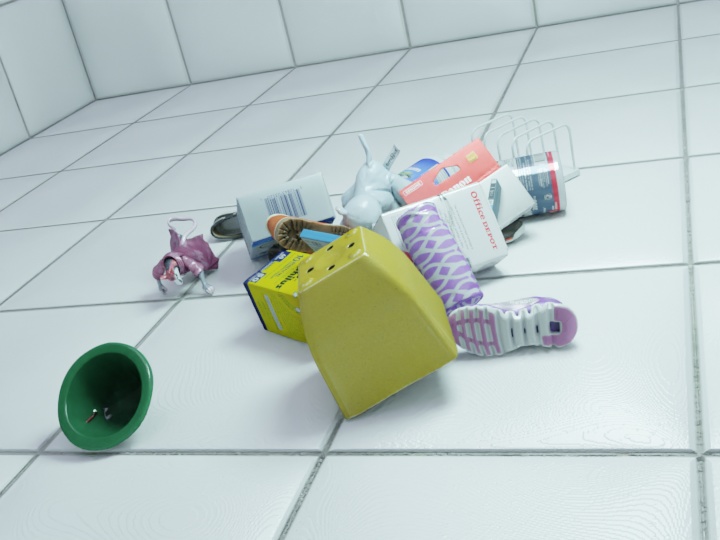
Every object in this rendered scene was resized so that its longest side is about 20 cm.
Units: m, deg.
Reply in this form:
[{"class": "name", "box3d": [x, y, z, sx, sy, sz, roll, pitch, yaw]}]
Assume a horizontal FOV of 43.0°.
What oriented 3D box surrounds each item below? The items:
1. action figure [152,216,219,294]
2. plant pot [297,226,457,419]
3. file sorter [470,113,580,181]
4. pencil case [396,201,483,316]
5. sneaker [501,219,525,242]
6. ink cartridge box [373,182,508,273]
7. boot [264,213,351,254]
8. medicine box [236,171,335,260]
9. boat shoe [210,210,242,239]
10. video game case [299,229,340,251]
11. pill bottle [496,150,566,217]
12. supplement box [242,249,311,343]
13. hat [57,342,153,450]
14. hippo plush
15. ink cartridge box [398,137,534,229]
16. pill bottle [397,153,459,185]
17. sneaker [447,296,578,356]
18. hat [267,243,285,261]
[{"class": "action figure", "box3d": [-0.361, -0.027, 1.888, 0.132, 0.151, 0.200, -3, 12, 9]}, {"class": "plant pot", "box3d": [0.003, 0.057, 1.366, 0.194, 0.201, 0.195, -31, 22, 10]}, {"class": "file sorter", "box3d": [0.356, -0.260, 2.011, 0.138, 0.126, 0.199, -26, 27, -24]}, {"class": "pencil case", "box3d": [0.133, -0.016, 1.521, 0.083, 0.202, 0.085, -32, -18, 21]}, {"class": "sneaker", "box3d": [0.220, -0.096, 1.779, 0.197, 0.083, 0.077, 1, 27, 22]}, {"class": "ink cartridge box", "box3d": [0.143, -0.053, 1.636, 0.198, 0.146, 0.084, -19, -11, -14]}, {"class": "boot", "box3d": [-0.085, -0.063, 1.726, 0.198, 0.076, 0.107, 18, 2, -30]}, {"class": "medicine box", "box3d": [-0.158, -0.111, 1.899, 0.180, 0.104, 0.200, -18, -6, -9]}, {"class": "boat shoe", "box3d": [-0.254, -0.113, 2.091, 0.197, 0.075, 0.060, -7, 24, 23]}, {"class": "video game case", "box3d": [0.000, 0.000, 1.576, 0.142, 0.200, 0.018, 13, 65, 45]}, {"class": "pill bottle", "box3d": [0.306, -0.164, 1.837, 0.197, 0.121, 0.120, -10, 24, 10]}, {"class": "supplement box", "box3d": [-0.090, 0.048, 1.590, 0.199, 0.110, 0.109, 12, 43, 44]}, {"class": "hat", "box3d": [-0.384, 0.221, 1.510, 0.163, 0.176, 0.202, -7, 62, 10]}, {"class": "hippo plush", "box3d": [0.034, -0.122, 1.789, 0.157, 0.201, 0.162, 17, 46, -1]}, {"class": "ink cartridge box", "box3d": [0.199, -0.138, 1.735, 0.199, 0.177, 0.045, -34, -11, -7]}, {"class": "pill bottle", "box3d": [0.137, -0.178, 1.968, 0.111, 0.113, 0.199, 8, 32, 40]}, {"class": "sneaker", "box3d": [0.234, 0.078, 1.416, 0.197, 0.082, 0.089, -4, 19, 11]}, {"class": "hat", "box3d": [-0.129, -0.024, 1.795, 0.198, 0.082, 0.201, -18, 25, 8]}]
